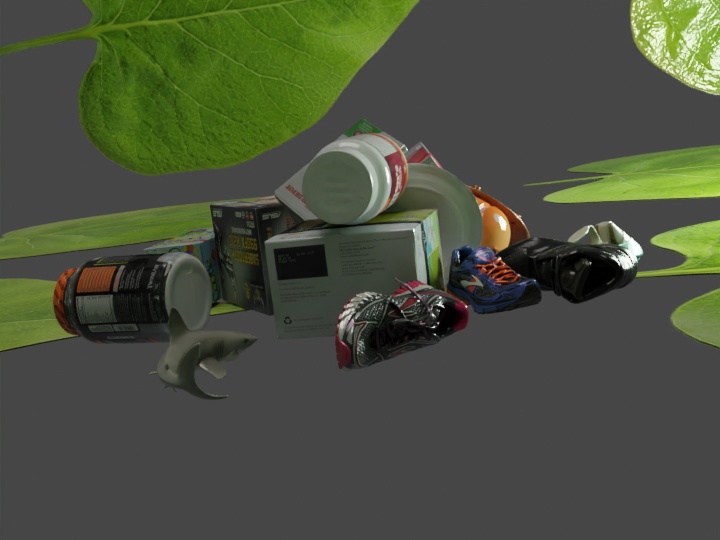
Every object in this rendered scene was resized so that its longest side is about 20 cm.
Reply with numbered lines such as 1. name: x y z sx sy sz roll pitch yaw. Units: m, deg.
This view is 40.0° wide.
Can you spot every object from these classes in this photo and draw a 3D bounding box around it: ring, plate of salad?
1. ring: 0.190 -0.092 1.644 0.199 0.019 0.201 27 -18 9
2. plate of salad: 0.078 -0.063 1.432 0.198 0.202 0.048 -6 26 7

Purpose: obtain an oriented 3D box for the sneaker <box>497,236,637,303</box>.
1. sneaker: 0.256 -0.002 1.308 0.198 0.077 0.114 4 8 28

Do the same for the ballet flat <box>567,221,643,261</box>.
1. ballet flat: 0.349 -0.034 1.435 0.067 0.071 0.199 2 13 45

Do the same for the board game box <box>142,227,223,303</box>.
1. board game box: -0.267 -0.008 1.655 0.102 0.106 0.200 -6 9 15

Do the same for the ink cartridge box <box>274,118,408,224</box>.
1. ink cartridge box: -0.021 -0.137 1.616 0.200 0.083 0.147 -40 41 -8

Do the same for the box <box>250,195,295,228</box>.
1. box: -0.104 -0.078 1.864 0.199 0.129 0.109 -2 11 31

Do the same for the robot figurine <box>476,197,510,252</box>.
1. robot figurine: 0.150 -0.067 1.547 0.199 0.144 0.117 28 58 24

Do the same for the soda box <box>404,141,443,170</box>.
1. soda box: 0.039 -0.098 1.483 0.200 0.070 0.064 -40 27 8

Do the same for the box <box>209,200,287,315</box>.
1. box: -0.167 -0.024 1.514 0.048 0.160 0.200 -10 10 -26

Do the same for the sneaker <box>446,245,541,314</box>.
1. sneaker: 0.166 0.010 1.300 0.075 0.079 0.200 -13 11 -24

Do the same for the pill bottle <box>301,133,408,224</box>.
1. pill bottle: -0.006 -0.119 1.290 0.109 0.111 0.200 -5 10 14

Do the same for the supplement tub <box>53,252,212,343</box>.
1. supplement tub: -0.317 0.040 1.369 0.198 0.124 0.122 -2 11 25

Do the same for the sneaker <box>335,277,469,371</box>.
1. sneaker: 0.045 0.059 1.116 0.074 0.081 0.199 16 26 37

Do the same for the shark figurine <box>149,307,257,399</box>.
1. shark figurine: -0.201 0.088 1.120 0.127 0.090 0.215 -8 8 6

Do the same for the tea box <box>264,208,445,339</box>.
1. tea box: 0.000 0.000 1.322 0.198 0.135 0.197 -4 11 15
